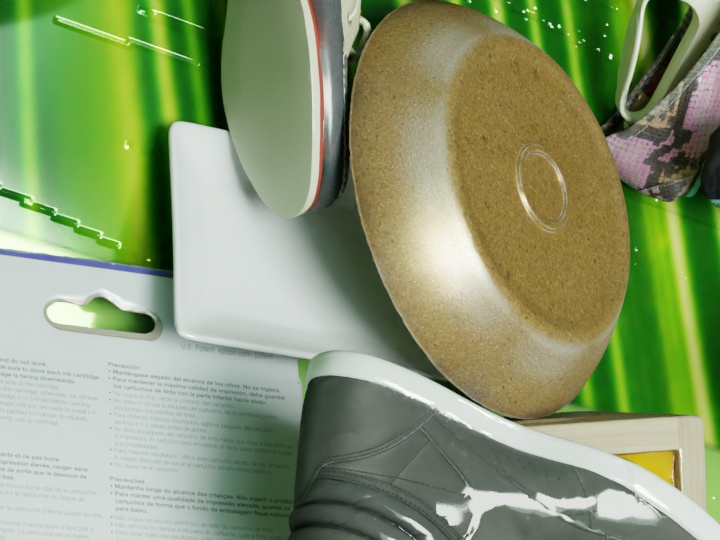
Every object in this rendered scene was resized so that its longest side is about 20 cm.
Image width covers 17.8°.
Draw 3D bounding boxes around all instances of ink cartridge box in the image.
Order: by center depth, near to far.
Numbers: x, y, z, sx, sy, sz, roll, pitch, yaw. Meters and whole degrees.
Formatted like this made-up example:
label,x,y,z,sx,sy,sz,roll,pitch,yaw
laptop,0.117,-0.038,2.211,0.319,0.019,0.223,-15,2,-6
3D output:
label,x,y,z,sx,sy,sz,roll,pitch,yaw
ink cartridge box,-0.115,0.095,0.985,0.195,0.043,0.201,9,65,-28

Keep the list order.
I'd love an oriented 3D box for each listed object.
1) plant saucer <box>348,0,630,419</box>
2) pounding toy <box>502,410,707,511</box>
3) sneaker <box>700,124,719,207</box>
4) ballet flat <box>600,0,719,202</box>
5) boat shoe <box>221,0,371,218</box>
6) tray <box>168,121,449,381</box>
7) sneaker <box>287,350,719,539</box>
label,x,y,z,sx,sy,sz,roll,pitch,yaw
plant saucer,0.071,-0.034,1.053,0.200,0.035,0.201,27,55,-45
pounding toy,0.061,0.161,1.030,0.199,0.142,0.185,-1,89,-28
sneaker,0.217,-0.072,1.141,0.200,0.074,0.088,17,66,-60
ballet flat,0.173,-0.129,1.113,0.071,0.069,0.201,24,106,-13
boat shoe,-0.026,-0.123,1.034,0.062,0.071,0.201,-1,80,-40
tray,0.000,0.000,1.057,0.199,0.022,0.108,11,60,-27
sneaker,0.056,0.116,0.946,0.199,0.071,0.100,23,67,-10
